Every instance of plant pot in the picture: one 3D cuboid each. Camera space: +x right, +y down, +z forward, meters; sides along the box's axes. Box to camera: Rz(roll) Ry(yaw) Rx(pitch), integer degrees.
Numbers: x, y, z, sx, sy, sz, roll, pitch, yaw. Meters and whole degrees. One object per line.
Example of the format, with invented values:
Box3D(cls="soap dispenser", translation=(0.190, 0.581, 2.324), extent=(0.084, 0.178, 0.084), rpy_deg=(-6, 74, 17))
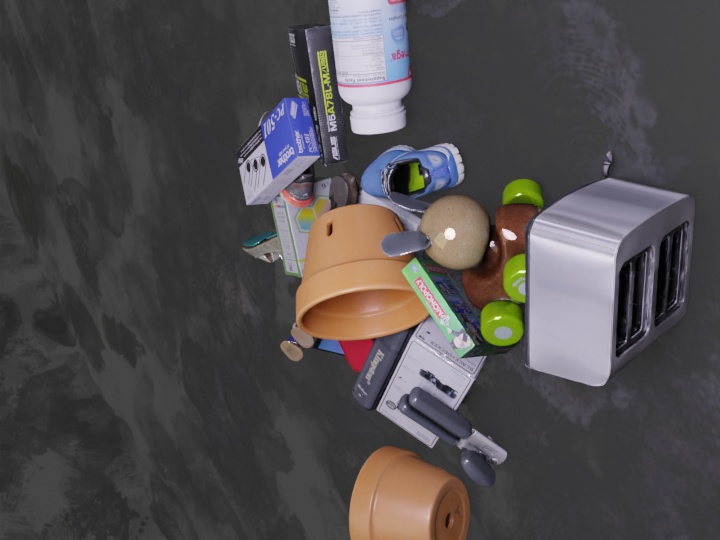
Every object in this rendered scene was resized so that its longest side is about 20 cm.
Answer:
Box3D(cls="plant pot", translation=(0.091, 0.404, 1.343), extent=(0.137, 0.199, 0.205), rpy_deg=(-1, 108, 37))
Box3D(cls="plant pot", translation=(0.000, 0.000, 1.165), extent=(0.200, 0.195, 0.144), rpy_deg=(135, 134, -54))

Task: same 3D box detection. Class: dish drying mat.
Box3D(cls="dish drying mat", translation=(-0.021, 0.088, 1.319), extent=(0.075, 0.018, 0.203), rpy_deg=(-2, 123, 38))

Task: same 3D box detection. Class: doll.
Box3D(cls="doll", translation=(-0.080, 0.068, 1.399), extent=(0.048, 0.201, 0.137), rpy_deg=(35, 128, -6))

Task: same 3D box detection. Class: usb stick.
Box3D(cls="usb stick", translation=(0.035, 0.145, 1.298), extent=(0.055, 0.032, 0.203), rpy_deg=(38, 128, 20))

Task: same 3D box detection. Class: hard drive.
Box3D(cls="hard drive", translation=(0.029, -0.059, 1.314), extent=(0.199, 0.026, 0.135), rpy_deg=(36, 134, 41))

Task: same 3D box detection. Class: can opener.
Box3D(cls="can opener", translation=(0.142, 0.249, 1.217), extent=(0.199, 0.067, 0.052), rpy_deg=(39, 130, -15))

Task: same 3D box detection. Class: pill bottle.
Box3D(cls="pill bottle", translation=(0.016, -0.301, 1.127), extent=(0.108, 0.107, 0.205), rpy_deg=(19, 123, 48))

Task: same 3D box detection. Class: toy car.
Box3D(cls="toy car", translation=(0.121, -0.030, 0.994), extent=(0.167, 0.195, 0.160), rpy_deg=(-80, 7, -45))

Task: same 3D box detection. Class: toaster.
Box3D(cls="toaster", translation=(0.266, 0.000, 0.873), extent=(0.117, 0.179, 0.205), rpy_deg=(18, 121, 42))

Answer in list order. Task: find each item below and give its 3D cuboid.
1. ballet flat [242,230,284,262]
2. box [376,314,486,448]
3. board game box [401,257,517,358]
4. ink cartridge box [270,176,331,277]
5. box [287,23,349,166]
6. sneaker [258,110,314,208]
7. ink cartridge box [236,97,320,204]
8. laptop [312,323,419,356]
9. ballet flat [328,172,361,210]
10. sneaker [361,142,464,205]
Box3D(cls="ballet flat", translation=(-0.169, -0.044, 1.574), extent=(0.198, 0.067, 0.063), rpy_deg=(-9, 110, 56))
Box3D(cls="box", translation=(0.109, 0.175, 1.262), extent=(0.115, 0.060, 0.202), rpy_deg=(31, 137, 11))
Box3D(cls="board game box", translation=(0.138, 0.051, 1.080), extent=(0.029, 0.199, 0.136), rpy_deg=(-41, 70, 18))
Box3D(cls="ink cartridge box", translation=(-0.095, -0.102, 1.399), extent=(0.059, 0.102, 0.205), rpy_deg=(7, 113, 52))
Box3D(cls="box", translation=(-0.067, -0.277, 1.247), extent=(0.200, 0.046, 0.198), rpy_deg=(-125, 23, -68))
Box3D(cls="sneaker", translation=(-0.113, -0.204, 1.346), extent=(0.203, 0.075, 0.083), rpy_deg=(66, 149, 28))
Box3D(cls="ink cartridge box", translation=(-0.134, -0.184, 1.274), extent=(0.199, 0.043, 0.096), rpy_deg=(-30, 70, 55))
Box3D(cls="laptop", translation=(0.030, 0.149, 1.353), extent=(0.202, 0.102, 0.179), rpy_deg=(57, 145, 22))
Box3D(cls="ballet flat", translation=(-0.036, -0.073, 1.327), extent=(0.067, 0.046, 0.204), rpy_deg=(38, 132, 30))
Box3D(cls="sneaker", translation=(0.057, -0.140, 1.173), extent=(0.198, 0.088, 0.081), rpy_deg=(-5, 103, 55))
